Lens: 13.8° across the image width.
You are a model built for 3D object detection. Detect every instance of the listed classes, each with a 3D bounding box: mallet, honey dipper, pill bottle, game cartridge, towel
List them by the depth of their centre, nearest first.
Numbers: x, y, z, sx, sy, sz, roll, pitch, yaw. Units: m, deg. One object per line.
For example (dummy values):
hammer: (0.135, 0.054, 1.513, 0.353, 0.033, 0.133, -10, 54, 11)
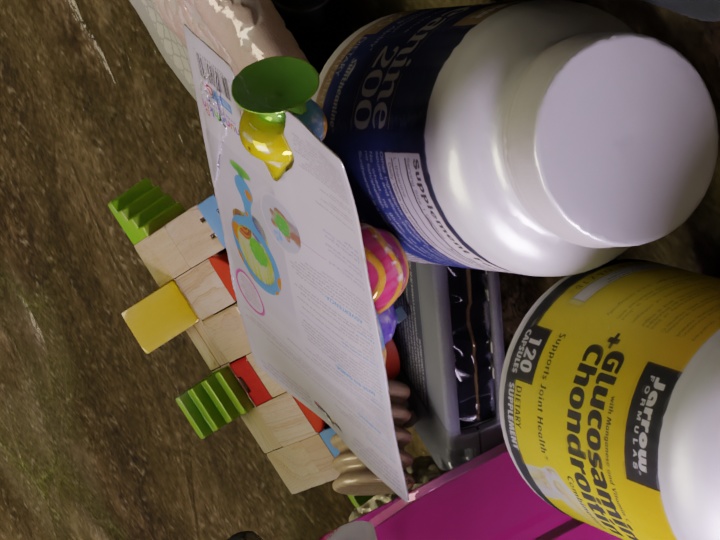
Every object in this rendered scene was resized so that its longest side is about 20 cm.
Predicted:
pill bottle: (0.145, 0.062, 1.157, 0.200, 0.112, 0.113, 17, 129, 63)
pill bottle: (0.062, -0.055, 1.225, 0.200, 0.111, 0.112, 7, 120, 66)
honey dipper: (0.000, 0.000, 1.339, 0.038, 0.038, 0.201, 135, 133, -68)
game cartridge: (0.028, -0.008, 1.438, 0.133, 0.041, 0.201, -127, 23, -45)
towel: (-0.072, -0.119, 1.468, 0.201, 0.032, 0.191, 56, 169, 8)
mallet: (-0.066, -0.182, 1.505, 0.200, 0.041, 0.066, 58, 163, 31)

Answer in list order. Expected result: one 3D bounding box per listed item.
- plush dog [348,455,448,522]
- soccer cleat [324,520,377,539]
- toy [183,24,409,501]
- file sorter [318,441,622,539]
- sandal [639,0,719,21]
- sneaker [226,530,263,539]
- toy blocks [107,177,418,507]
plush dog: (0.064, 0.195, 1.495, 0.171, 0.160, 0.201, -22, 95, 43)
soccer cleat: (0.036, 0.194, 1.273, 0.068, 0.085, 0.200, -25, 114, 38)
toy: (-0.013, -0.009, 1.244, 0.115, 0.047, 0.201, 41, 156, 40)
file sorter: (0.100, 0.170, 1.356, 0.201, 0.138, 0.125, 62, 156, 7)
sandal: (0.054, -0.133, 1.152, 0.200, 0.048, 0.075, 23, 163, 37)
sneaker: (0.003, 0.201, 1.419, 0.077, 0.089, 0.201, -27, 99, 51)
toy blocks: (-0.032, 0.026, 1.458, 0.201, 0.100, 0.137, 58, 155, -3)
